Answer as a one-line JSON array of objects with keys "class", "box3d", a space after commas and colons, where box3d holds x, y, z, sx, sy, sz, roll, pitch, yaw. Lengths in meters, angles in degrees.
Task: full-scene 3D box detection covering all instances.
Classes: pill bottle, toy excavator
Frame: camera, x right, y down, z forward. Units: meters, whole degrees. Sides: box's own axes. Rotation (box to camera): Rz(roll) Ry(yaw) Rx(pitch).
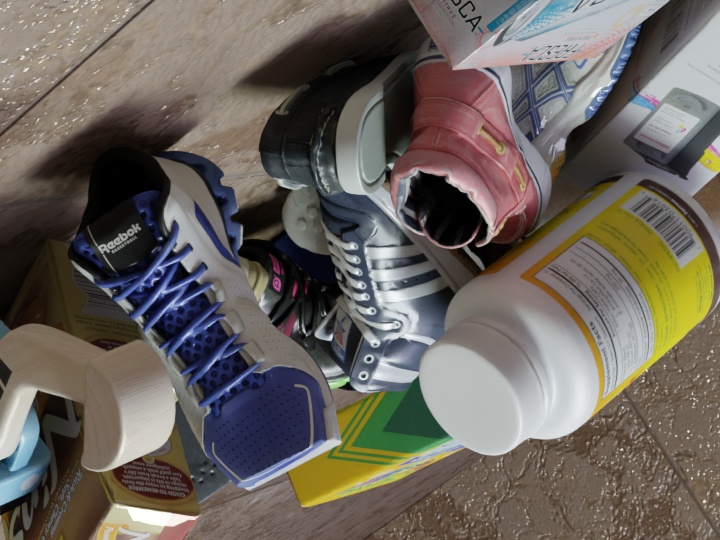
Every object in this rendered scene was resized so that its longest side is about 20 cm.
[{"class": "pill bottle", "box3d": [0.126, 0.028, 1.518, 0.200, 0.109, 0.109, -36, 173, -37]}, {"class": "toy excavator", "box3d": [-0.191, 0.065, 1.244, 0.100, 0.194, 0.200, -22, 150, -43]}]

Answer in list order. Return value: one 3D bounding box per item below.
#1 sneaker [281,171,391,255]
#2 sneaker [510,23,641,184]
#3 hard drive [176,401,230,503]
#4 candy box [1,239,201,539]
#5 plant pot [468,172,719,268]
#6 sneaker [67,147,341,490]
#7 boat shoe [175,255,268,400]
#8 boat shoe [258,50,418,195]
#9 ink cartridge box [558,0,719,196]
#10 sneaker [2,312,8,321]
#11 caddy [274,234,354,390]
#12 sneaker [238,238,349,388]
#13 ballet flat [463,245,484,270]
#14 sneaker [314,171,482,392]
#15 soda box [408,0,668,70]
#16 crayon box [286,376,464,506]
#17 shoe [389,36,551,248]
[{"class": "sneaker", "box3d": [0.040, -0.065, 1.615, 0.200, 0.076, 0.080, -24, -169, -10]}, {"class": "sneaker", "box3d": [0.102, -0.121, 1.521, 0.200, 0.088, 0.075, -61, -171, 21]}, {"class": "hard drive", "box3d": [-0.141, 0.093, 1.632, 0.200, 0.135, 0.042, -33, -173, -20]}, {"class": "candy box", "box3d": [-0.151, 0.093, 1.347, 0.055, 0.200, 0.115, 12, 127, -28]}, {"class": "plant pot", "box3d": [0.164, -0.049, 1.746, 0.198, 0.200, 0.200, -20, 165, -23]}, {"class": "sneaker", "box3d": [-0.095, 0.016, 1.289, 0.081, 0.200, 0.115, -32, 158, 16]}, {"class": "boat shoe", "box3d": [-0.128, 0.065, 1.532, 0.063, 0.073, 0.200, 17, 128, -30]}, {"class": "boat shoe", "box3d": [-0.005, -0.086, 1.412, 0.060, 0.076, 0.200, 4, -172, 13]}, {"class": "ink cartridge box", "box3d": [0.218, -0.142, 1.568, 0.200, 0.086, 0.148, -48, -163, 52]}, {"class": "sneaker", "box3d": [-0.193, 0.048, 1.492, 0.080, 0.078, 0.200, 3, 142, -40]}, {"class": "caddy", "box3d": [-0.029, 0.041, 1.774, 0.141, 0.105, 0.200, -37, 169, 17]}, {"class": "sneaker", "box3d": [-0.055, 0.026, 1.597, 0.200, 0.077, 0.084, 0, 142, -25]}, {"class": "ballet flat", "box3d": [0.056, 0.029, 1.706, 0.072, 0.072, 0.200, -29, 145, -17]}, {"class": "sneaker", "box3d": [0.000, 0.000, 1.531, 0.108, 0.070, 0.200, -42, 130, 5]}, {"class": "soda box", "box3d": [0.100, -0.157, 1.381, 0.068, 0.064, 0.200, -38, 169, 27]}, {"class": "crayon box", "box3d": [0.035, 0.103, 1.679, 0.200, 0.052, 0.126, -27, 170, 32]}, {"class": "shoe", "box3d": [0.060, -0.046, 1.440, 0.200, 0.071, 0.091, 68, 34, -60]}]
